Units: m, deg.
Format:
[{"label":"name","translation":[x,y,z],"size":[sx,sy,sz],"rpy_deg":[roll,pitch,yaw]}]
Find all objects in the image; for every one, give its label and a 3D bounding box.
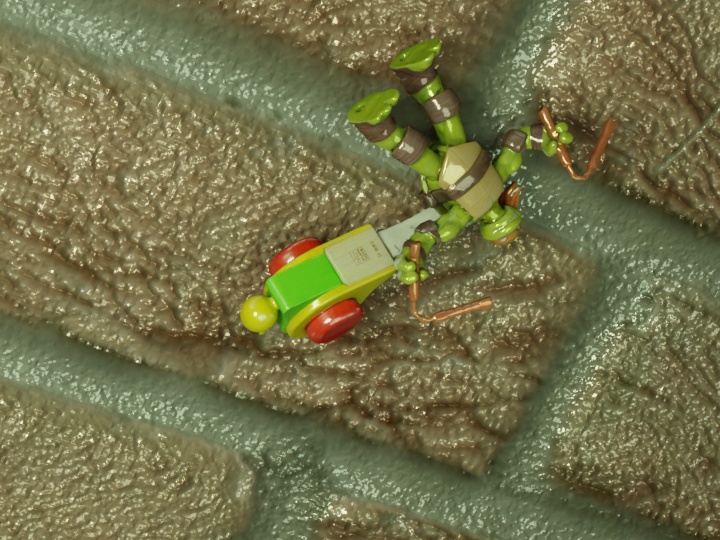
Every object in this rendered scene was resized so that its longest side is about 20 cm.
[{"label":"toy measuring tape","translation":[0.000,0.000,1.647],"size":[0.199,0.073,0.074],"rpy_deg":[-25,122,-27]},{"label":"turtle figurine","translation":[0.071,-0.077,1.621],"size":[0.200,0.064,0.161],"rpy_deg":[-43,115,-12]}]
